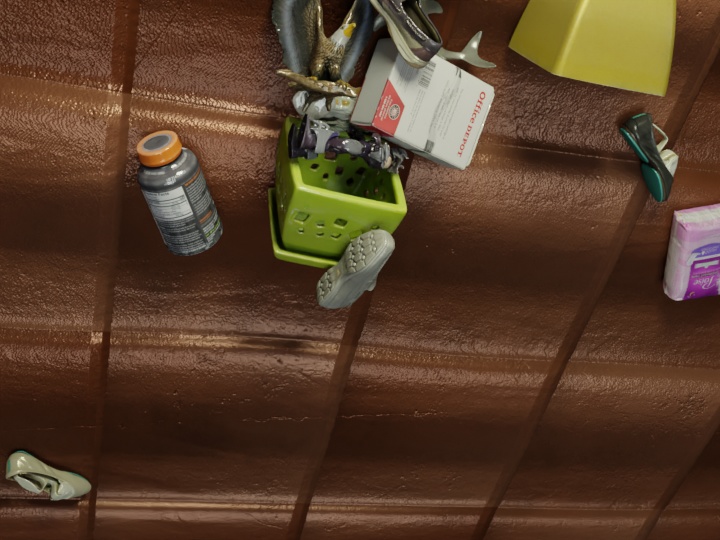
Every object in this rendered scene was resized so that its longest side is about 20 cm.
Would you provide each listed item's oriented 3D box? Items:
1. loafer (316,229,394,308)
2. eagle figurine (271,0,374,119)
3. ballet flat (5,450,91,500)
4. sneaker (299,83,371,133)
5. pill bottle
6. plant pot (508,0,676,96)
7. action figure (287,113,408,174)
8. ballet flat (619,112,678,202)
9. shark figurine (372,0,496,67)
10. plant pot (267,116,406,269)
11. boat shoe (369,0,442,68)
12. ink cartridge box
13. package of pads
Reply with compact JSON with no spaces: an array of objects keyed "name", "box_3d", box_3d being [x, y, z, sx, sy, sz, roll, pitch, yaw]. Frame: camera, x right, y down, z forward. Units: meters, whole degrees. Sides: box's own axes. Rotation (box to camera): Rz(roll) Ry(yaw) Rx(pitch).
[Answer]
[{"name":"loafer","box_3d":[0.000,0.000,1.449,0.069,0.071,0.200,13,144,-31]},{"name":"eagle figurine","box_3d":[-0.050,-0.345,1.344,0.150,0.202,0.152,-14,148,18]},{"name":"ballet flat","box_3d":[-0.665,0.453,1.878,0.069,0.070,0.199,-42,124,20]},{"name":"sneaker","box_3d":[-0.013,-0.265,1.478,0.199,0.076,0.087,15,151,-31]},{"name":"pill bottle","box_3d":[-0.308,-0.132,1.481,0.105,0.107,0.201,-15,129,0]},{"name":"plant pot","box_3d":[0.377,-0.399,1.383,0.198,0.200,0.178,7,114,-17]},{"name":"action figure","box_3d":[-0.010,-0.196,1.392,0.198,0.130,0.070,6,95,-26]},{"name":"ballet flat","box_3d":[0.548,-0.211,1.635,0.068,0.068,0.200,-36,127,5]},{"name":"shark figurine","box_3d":[0.109,-0.372,1.402,0.128,0.090,0.214,-38,123,19]},{"name":"plant pot","box_3d":[-0.056,-0.116,1.497,0.197,0.201,0.182,10,132,-20]},{"name":"boat shoe","box_3d":[0.060,-0.403,1.321,0.065,0.072,0.201,-30,86,40]},{"name":"ink cartridge box","box_3d":[0.101,-0.268,1.434,0.199,0.083,0.148,20,91,-32]},{"name":"package of pads","box_3d":[0.687,-0.037,1.791,0.119,0.076,0.201,-8,128,-2]}]
